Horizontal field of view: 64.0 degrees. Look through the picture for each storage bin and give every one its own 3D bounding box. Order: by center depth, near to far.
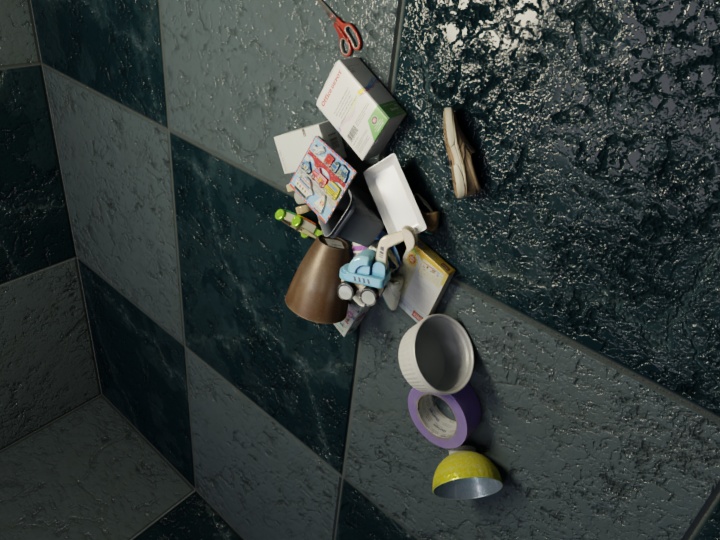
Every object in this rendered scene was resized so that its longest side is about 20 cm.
[{"bbox_3d":[-0.029,-0.146,1.506,0.147,0.132,0.202,-53,32,21],"label":"storage bin"}]

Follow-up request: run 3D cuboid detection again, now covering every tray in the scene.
[{"bbox_3d":[0.088,-0.177,1.437,0.106,0.022,0.204,-25,88,34],"label":"tray"}]

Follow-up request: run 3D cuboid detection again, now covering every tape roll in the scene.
[{"bbox_3d":[0.235,0.387,1.618,0.197,0.084,0.205,22,125,34],"label":"tape roll"}]

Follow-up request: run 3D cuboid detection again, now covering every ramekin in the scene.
[{"bbox_3d":[0.190,0.223,1.504,0.104,0.198,0.204,-27,91,56],"label":"ramekin"}]

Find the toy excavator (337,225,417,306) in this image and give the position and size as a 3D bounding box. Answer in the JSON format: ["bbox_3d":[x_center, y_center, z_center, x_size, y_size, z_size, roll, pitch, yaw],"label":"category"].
[{"bbox_3d":[0.041,-0.021,1.447,0.189,0.100,0.205,11,113,16],"label":"toy excavator"}]

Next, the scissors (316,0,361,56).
[{"bbox_3d":[-0.060,-0.632,1.441,0.073,0.014,0.204,-29,88,50],"label":"scissors"}]

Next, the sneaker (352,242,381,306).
[{"bbox_3d":[0.001,0.000,1.573,0.072,0.113,0.205,0,114,50],"label":"sneaker"}]

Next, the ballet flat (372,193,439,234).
[{"bbox_3d":[0.122,-0.167,1.470,0.198,0.067,0.074,33,110,27],"label":"ballet flat"}]

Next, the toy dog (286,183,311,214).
[{"bbox_3d":[-0.115,-0.226,1.659,0.195,0.096,0.135,11,115,23],"label":"toy dog"}]

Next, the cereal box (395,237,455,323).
[{"bbox_3d":[0.158,0.033,1.544,0.144,0.039,0.203,43,135,23],"label":"cereal box"}]

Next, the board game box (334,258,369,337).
[{"bbox_3d":[-0.042,0.080,1.743,0.148,0.064,0.202,47,134,16],"label":"board game box"}]

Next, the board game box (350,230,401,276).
[{"bbox_3d":[0.052,-0.045,1.610,0.158,0.039,0.201,47,143,15],"label":"board game box"}]

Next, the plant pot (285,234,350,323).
[{"bbox_3d":[-0.099,0.012,1.611,0.185,0.185,0.204,31,116,28],"label":"plant pot"}]

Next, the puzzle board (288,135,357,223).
[{"bbox_3d":[-0.103,-0.236,1.475,0.200,0.017,0.152,46,110,38],"label":"puzzle board"}]

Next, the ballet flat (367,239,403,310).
[{"bbox_3d":[0.077,0.012,1.539,0.068,0.069,0.205,-6,110,44],"label":"ballet flat"}]

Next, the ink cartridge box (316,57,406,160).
[{"bbox_3d":[-0.001,-0.406,1.444,0.201,0.083,0.145,51,136,11],"label":"ink cartridge box"}]

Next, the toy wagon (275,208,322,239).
[{"bbox_3d":[-0.157,-0.123,1.702,0.197,0.155,0.040,23,84,33],"label":"toy wagon"}]

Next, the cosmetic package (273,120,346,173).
[{"bbox_3d":[-0.142,-0.345,1.612,0.197,0.081,0.116,-4,110,43],"label":"cosmetic package"}]

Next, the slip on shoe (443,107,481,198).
[{"bbox_3d":[0.230,-0.270,1.314,0.059,0.076,0.206,-11,96,5],"label":"slip on shoe"}]

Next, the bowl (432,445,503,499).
[{"bbox_3d":[0.292,0.558,1.615,0.201,0.196,0.110,-51,33,44],"label":"bowl"}]
